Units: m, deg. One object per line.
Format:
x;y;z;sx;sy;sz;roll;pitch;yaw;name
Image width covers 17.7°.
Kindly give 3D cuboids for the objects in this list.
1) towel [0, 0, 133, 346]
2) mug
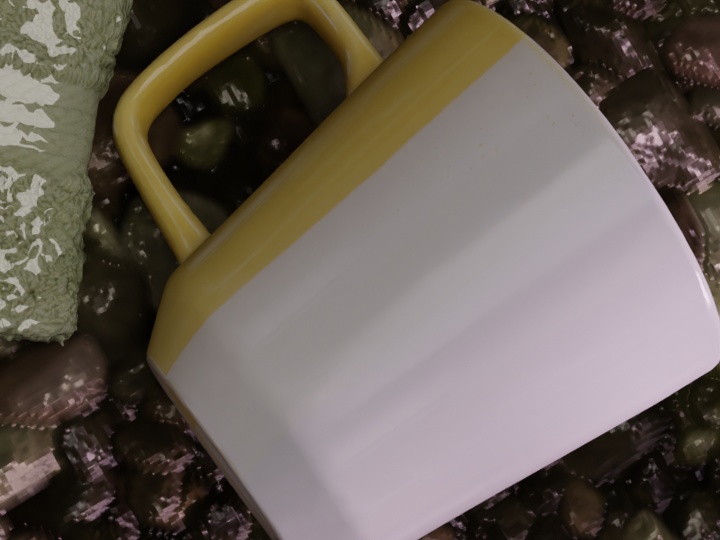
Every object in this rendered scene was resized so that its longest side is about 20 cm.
-0.179;-0.055;0.751;0.198;0.036;0.150;10;84;-14;towel
0.006;0.008;0.772;0.153;0.187;0.150;-37;129;-8;mug
